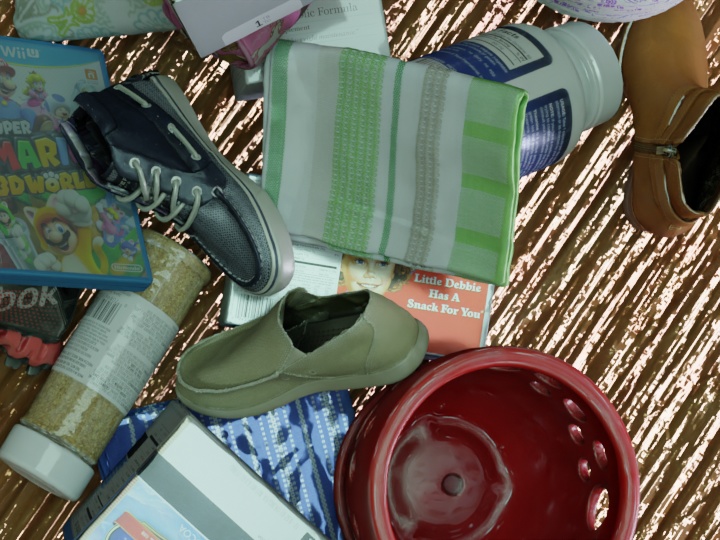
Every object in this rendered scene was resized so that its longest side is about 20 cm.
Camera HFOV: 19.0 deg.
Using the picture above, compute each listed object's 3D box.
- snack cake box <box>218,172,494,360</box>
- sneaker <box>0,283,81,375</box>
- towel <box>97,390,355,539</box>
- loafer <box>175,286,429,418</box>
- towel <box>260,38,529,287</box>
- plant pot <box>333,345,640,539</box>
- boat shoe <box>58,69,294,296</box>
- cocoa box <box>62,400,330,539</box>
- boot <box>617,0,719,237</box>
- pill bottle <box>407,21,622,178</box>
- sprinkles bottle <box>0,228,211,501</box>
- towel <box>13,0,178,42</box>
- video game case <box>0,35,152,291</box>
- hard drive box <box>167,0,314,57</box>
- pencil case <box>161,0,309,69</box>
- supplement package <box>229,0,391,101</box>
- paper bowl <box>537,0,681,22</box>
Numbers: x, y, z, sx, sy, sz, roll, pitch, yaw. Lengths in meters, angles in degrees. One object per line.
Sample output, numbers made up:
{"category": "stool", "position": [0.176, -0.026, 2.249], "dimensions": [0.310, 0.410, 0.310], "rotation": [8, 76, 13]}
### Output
{"category": "snack cake box", "position": [0.000, 0.000, 1.616], "dimensions": [0.199, 0.067, 0.116], "rotation": [10, 85, -7]}
{"category": "sneaker", "position": [-0.272, 0.005, 1.525], "dimensions": [0.071, 0.200, 0.098], "rotation": [38, 98, 37]}
{"category": "towel", "position": [-0.092, 0.158, 1.619], "dimensions": [0.199, 0.024, 0.146], "rotation": [-15, 90, -8]}
{"category": "loafer", "position": [-0.050, 0.050, 1.525], "dimensions": [0.199, 0.076, 0.068], "rotation": [-14, 128, 23]}
{"category": "towel", "position": [0.017, -0.075, 1.498], "dimensions": [0.199, 0.031, 0.150], "rotation": [14, 114, 26]}
{"category": "plant pot", "position": [0.079, 0.155, 1.554], "dimensions": [0.199, 0.182, 0.202], "rotation": [1, 88, -15]}
{"category": "boat shoe", "position": [-0.136, -0.055, 1.535], "dimensions": [0.093, 0.075, 0.200], "rotation": [-16, 59, -45]}
{"category": "cocoa box", "position": [-0.101, 0.211, 1.542], "dimensions": [0.200, 0.133, 0.131], "rotation": [43, 84, -7]}
{"category": "boot", "position": [0.239, -0.125, 1.607], "dimensions": [0.076, 0.155, 0.201], "rotation": [11, 86, -6]}
{"category": "pill bottle", "position": [0.095, -0.118, 1.590], "dimensions": [0.199, 0.111, 0.111], "rotation": [-23, 91, -32]}
{"category": "sprinkles bottle", "position": [-0.186, 0.068, 1.576], "dimensions": [0.068, 0.068, 0.201], "rotation": [32, 77, -5]}
{"category": "towel", "position": [-0.183, -0.272, 1.568], "dimensions": [0.170, 0.048, 0.201], "rotation": [-1, 92, 34]}
{"category": "video game case", "position": [-0.232, -0.080, 1.543], "dimensions": [0.143, 0.018, 0.201], "rotation": [4, 59, -35]}
{"category": "hard drive box", "position": [-0.085, -0.268, 1.428], "dimensions": [0.155, 0.077, 0.201], "rotation": [-26, 65, 0]}
{"category": "pencil case", "position": [-0.051, -0.237, 1.498], "dimensions": [0.083, 0.087, 0.200], "rotation": [36, 79, 10]}
{"category": "supplement package", "position": [-0.053, -0.238, 1.597], "dimensions": [0.113, 0.110, 0.201], "rotation": [-10, 89, -8]}
{"category": "paper bowl", "position": [0.190, -0.288, 1.629], "dimensions": [0.199, 0.104, 0.202], "rotation": [1, 82, -5]}
